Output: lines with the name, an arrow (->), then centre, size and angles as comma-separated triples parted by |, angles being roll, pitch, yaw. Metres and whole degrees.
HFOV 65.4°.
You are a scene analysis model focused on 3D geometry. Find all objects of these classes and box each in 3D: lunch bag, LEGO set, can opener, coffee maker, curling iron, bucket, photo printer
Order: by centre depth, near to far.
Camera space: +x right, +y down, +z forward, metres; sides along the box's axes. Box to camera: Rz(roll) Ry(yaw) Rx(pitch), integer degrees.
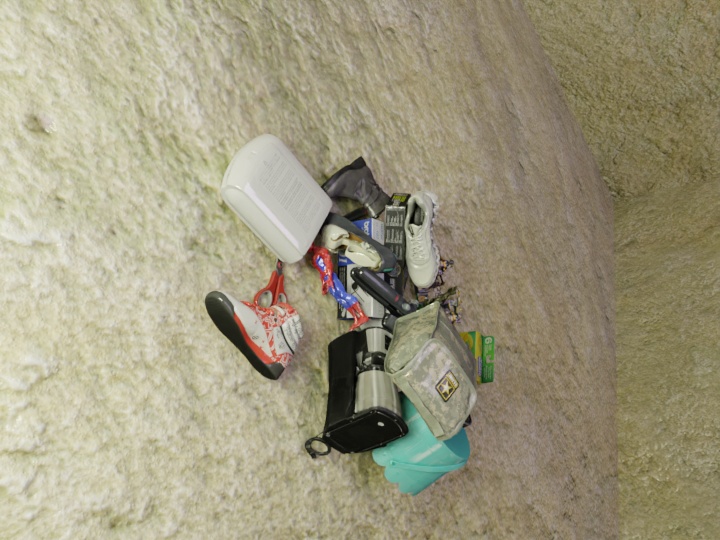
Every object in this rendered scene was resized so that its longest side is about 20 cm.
lunch bag -> 0.130, 0.181, 1.006 | 0.164, 0.117, 0.200 | 55, 27, -17
photo printer -> -0.152, -0.136, 1.012 | 0.200, 0.069, 0.167 | 48, 45, -28
coffee maker -> -0.014, 0.221, 1.048 | 0.201, 0.191, 0.135 | -91, 169, -49
can opener -> 0.056, 0.058, 1.090 | 0.200, 0.063, 0.079 | 48, 53, -31
bucket -> 0.118, 0.332, 1.136 | 0.207, 0.135, 0.208 | 46, 20, -22
curling iron -> -0.004, -0.139, 1.262 | 0.050, 0.026, 0.200 | 50, 45, -2
LEGO set -> 0.209, 0.057, 1.377 | 0.115, 0.154, 0.201 | -5, 71, -20

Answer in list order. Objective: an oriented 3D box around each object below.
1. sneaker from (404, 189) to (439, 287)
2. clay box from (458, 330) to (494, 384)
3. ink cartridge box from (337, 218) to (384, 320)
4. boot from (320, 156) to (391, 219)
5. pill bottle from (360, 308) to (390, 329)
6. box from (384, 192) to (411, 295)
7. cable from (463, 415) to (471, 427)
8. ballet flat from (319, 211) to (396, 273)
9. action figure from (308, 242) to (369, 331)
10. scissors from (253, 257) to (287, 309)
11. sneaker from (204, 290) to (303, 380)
sneaker -> 0.119, -0.062, 1.142 | 0.081, 0.075, 0.201 | -24, 112, -67
clay box -> 0.211, 0.207, 1.304 | 0.048, 0.199, 0.116 | 33, 55, -44
ink cartridge box -> 0.000, 0.000, 1.157 | 0.044, 0.094, 0.201 | 12, 75, -51
boot -> -0.005, -0.160, 1.199 | 0.132, 0.070, 0.200 | 53, 42, -6
pill bottle -> 0.089, 0.130, 1.235 | 0.200, 0.111, 0.112 | 30, 57, -45
box -> 0.082, -0.059, 1.236 | 0.160, 0.044, 0.201 | -61, 153, -69
cable -> 0.169, 0.229, 1.151 | 0.200, 0.050, 0.097 | 57, 23, 16
ballet flat -> -0.022, -0.053, 1.092 | 0.073, 0.199, 0.073 | -49, 160, -24
action figure -> -0.056, 0.024, 1.096 | 0.052, 0.065, 0.201 | -27, 83, -19
scissors -> -0.148, 0.005, 1.037 | 0.073, 0.014, 0.201 | 40, 49, -37
sneaker -> -0.169, 0.079, 0.931 | 0.108, 0.067, 0.202 | -55, 130, -34
